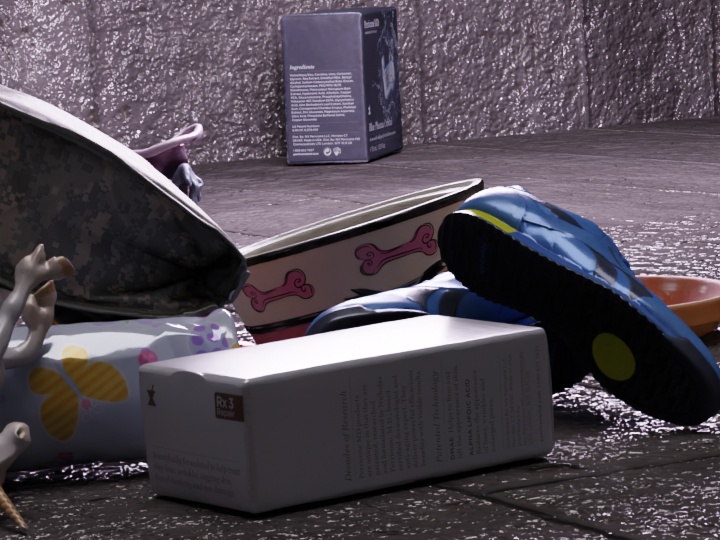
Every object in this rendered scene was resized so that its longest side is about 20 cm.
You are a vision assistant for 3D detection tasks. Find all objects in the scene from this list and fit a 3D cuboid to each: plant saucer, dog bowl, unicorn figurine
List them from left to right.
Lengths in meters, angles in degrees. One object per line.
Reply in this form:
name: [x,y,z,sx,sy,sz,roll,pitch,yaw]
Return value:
unicorn figurine: [-0.209,0.031,1.449,0.137,0.200,0.074,-49,-3,-27]
dog bowl: [0.000,0.000,1.957,0.199,0.074,0.200,-18,4,1]
plant saucer: [0.159,0.031,1.946,0.199,0.032,0.200,-3,7,0]

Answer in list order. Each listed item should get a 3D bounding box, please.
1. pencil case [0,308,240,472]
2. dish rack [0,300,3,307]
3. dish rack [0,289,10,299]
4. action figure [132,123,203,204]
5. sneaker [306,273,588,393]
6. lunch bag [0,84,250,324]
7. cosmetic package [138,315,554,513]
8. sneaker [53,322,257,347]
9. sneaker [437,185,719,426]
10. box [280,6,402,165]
pencil case: [-0.159,0.069,1.540,0.199,0.084,0.091,-5,-8,-12]
dish rack: [-0.288,0.023,1.648,0.171,0.044,0.200,19,-18,-12]
dish rack: [-0.321,0.020,1.830,0.199,0.044,0.172,-2,5,12]
action figure: [-0.258,-0.073,2.643,0.199,0.150,0.134,13,17,17]
sneaker: [0.043,0.036,1.672,0.199,0.066,0.078,-2,29,-33]
lunch bag: [-0.175,-0.031,1.704,0.199,0.118,0.164,24,2,-22]
cosmetic package: [-0.005,0.072,1.476,0.199,0.074,0.101,-10,9,-35]
sneaker: [-0.134,0.044,1.777,0.199,0.078,0.073,5,8,45]
sneaker: [0.139,0.011,1.612,0.200,0.066,0.078,36,44,28]
box: [-0.024,-0.249,3.809,0.117,0.201,0.197,-2,7,15]
